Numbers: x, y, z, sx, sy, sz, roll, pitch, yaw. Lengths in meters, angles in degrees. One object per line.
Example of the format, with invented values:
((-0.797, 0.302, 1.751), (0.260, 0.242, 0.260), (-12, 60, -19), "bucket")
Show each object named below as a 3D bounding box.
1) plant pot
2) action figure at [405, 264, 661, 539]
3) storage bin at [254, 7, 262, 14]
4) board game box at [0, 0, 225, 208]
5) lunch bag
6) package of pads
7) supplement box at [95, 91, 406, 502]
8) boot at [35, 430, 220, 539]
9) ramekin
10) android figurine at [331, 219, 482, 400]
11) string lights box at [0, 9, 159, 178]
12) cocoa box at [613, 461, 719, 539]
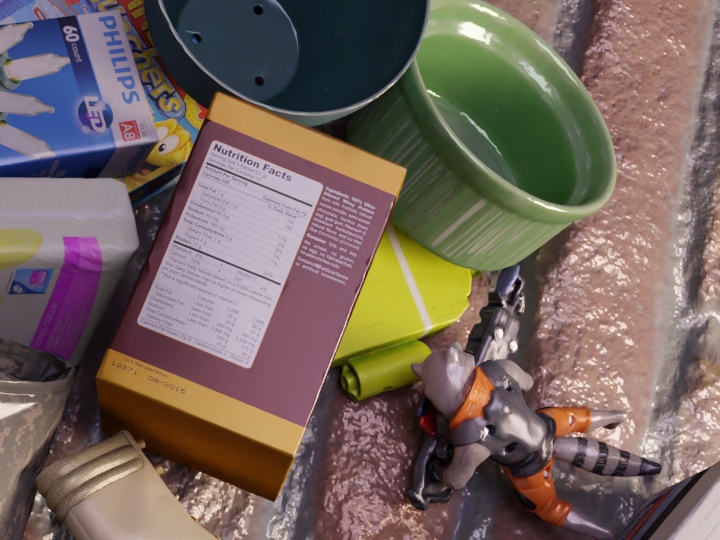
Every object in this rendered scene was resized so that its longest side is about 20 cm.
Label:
((-0.067, -0.182, 1.408), (0.198, 0.135, 0.202), (6, 73, -19), "plant pot")
((0.123, 0.094, 1.469), (0.193, 0.104, 0.202), (27, 71, -28), "action figure")
((-0.031, -0.263, 1.547), (0.198, 0.094, 0.136), (18, 64, -15), "storage bin")
((-0.213, -0.133, 1.440), (0.195, 0.056, 0.201), (-32, 85, -29), "board game box")
((-0.281, 0.121, 1.245), (0.199, 0.117, 0.165), (9, 103, -46), "lunch bag")
((-0.260, 0.005, 1.312), (0.198, 0.155, 0.069), (0, 58, -25), "package of pads")
((-0.074, 0.023, 1.329), (0.132, 0.197, 0.201), (22, 75, 0), "supplement box")
((-0.118, 0.177, 1.326), (0.156, 0.073, 0.200), (52, 23, 17), "boot")
((0.084, -0.097, 1.493), (0.199, 0.098, 0.201), (27, 40, -26), "ramekin")
((0.000, 0.000, 1.490), (0.199, 0.041, 0.183), (-18, 78, -27), "android figurine")
((-0.247, -0.106, 1.349), (0.198, 0.059, 0.104), (-12, 74, -27), "string lights box")
((0.229, 0.255, 1.438), (0.133, 0.131, 0.200), (47, 60, -2), "cocoa box")
